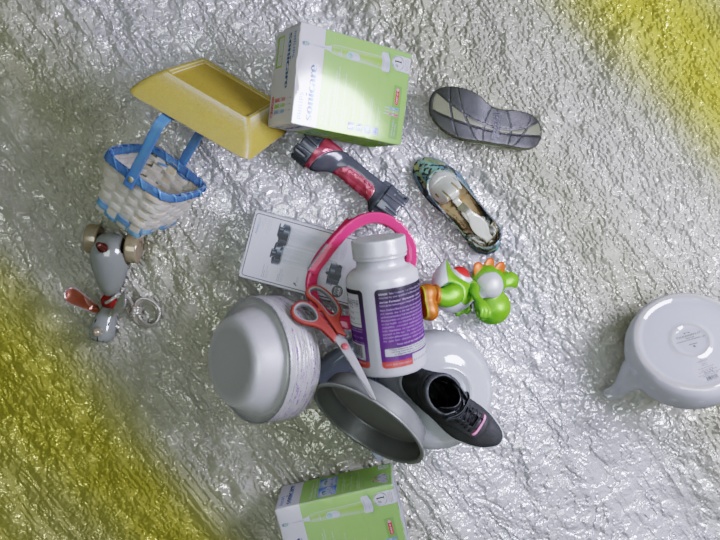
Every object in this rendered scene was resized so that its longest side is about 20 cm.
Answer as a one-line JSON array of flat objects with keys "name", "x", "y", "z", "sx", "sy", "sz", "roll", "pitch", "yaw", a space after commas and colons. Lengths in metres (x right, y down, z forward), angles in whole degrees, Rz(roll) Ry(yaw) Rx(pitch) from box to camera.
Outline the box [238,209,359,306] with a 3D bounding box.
[{"name": "box", "x": -0.091, "y": -0.021, "z": 1.127, "sx": 0.199, "sy": 0.060, "sz": 0.117, "roll": 14, "pitch": 95, "yaw": -1}]

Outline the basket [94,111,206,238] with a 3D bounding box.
[{"name": "basket", "x": -0.316, "y": -0.160, "z": 1.062, "sx": 0.139, "sy": 0.176, "sz": 0.200, "roll": 39, "pitch": 105, "yaw": 1}]

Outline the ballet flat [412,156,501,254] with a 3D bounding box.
[{"name": "ballet flat", "x": 0.164, "y": -0.110, "z": 1.114, "sx": 0.074, "sy": 0.074, "sz": 0.200, "roll": -44, "pitch": 93, "yaw": 3}]

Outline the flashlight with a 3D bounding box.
[{"name": "flashlight", "x": -0.020, "y": -0.151, "z": 1.115, "sx": 0.200, "sy": 0.068, "sz": 0.068, "roll": 40, "pitch": 120, "yaw": -3}]

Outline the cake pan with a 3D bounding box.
[{"name": "cake pan", "x": 0.018, "y": 0.228, "z": 1.059, "sx": 0.200, "sy": 0.200, "sz": 0.037, "roll": 38, "pitch": 60, "yaw": -2}]

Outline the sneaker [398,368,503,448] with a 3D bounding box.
[{"name": "sneaker", "x": 0.152, "y": 0.219, "z": 1.034, "sx": 0.200, "sy": 0.099, "sz": 0.071, "roll": 37, "pitch": 79, "yaw": -11}]

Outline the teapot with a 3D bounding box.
[{"name": "teapot", "x": 0.525, "y": 0.141, "z": 1.096, "sx": 0.199, "sy": 0.146, "sz": 0.198, "roll": 20, "pitch": 67, "yaw": 27}]

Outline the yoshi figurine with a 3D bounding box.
[{"name": "yoshi figurine", "x": 0.174, "y": 0.054, "z": 1.101, "sx": 0.199, "sy": 0.112, "sz": 0.113, "roll": -10, "pitch": 50, "yaw": -24}]

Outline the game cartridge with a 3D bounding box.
[{"name": "game cartridge", "x": 0.025, "y": 0.208, "z": 1.157, "sx": 0.133, "sy": 0.042, "sz": 0.200, "roll": -36, "pitch": 93, "yaw": 7}]

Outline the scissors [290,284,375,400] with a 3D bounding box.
[{"name": "scissors", "x": -0.025, "y": 0.101, "z": 1.009, "sx": 0.073, "sy": 0.014, "sz": 0.200, "roll": -36, "pitch": 68, "yaw": -29}]

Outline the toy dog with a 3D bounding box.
[{"name": "toy dog", "x": -0.418, "y": 0.020, "z": 1.115, "sx": 0.131, "sy": 0.096, "sz": 0.201, "roll": -12, "pitch": 94, "yaw": 2}]

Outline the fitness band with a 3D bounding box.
[{"name": "fitness band", "x": 0.000, "y": 0.000, "z": 1.081, "sx": 0.143, "sy": 0.037, "sz": 0.200, "roll": 40, "pitch": 91, "yaw": -13}]

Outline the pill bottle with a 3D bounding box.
[{"name": "pill bottle", "x": 0.037, "y": 0.049, "z": 1.020, "sx": 0.111, "sy": 0.111, "sz": 0.201, "roll": -6, "pitch": 101, "yaw": 1}]

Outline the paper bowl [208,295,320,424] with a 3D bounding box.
[{"name": "paper bowl", "x": -0.164, "y": 0.140, "z": 1.067, "sx": 0.200, "sy": 0.104, "sz": 0.202, "roll": 0, "pitch": 90, "yaw": 44}]

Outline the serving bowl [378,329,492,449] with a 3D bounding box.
[{"name": "serving bowl", "x": 0.132, "y": 0.198, "z": 1.115, "sx": 0.199, "sy": 0.066, "sz": 0.201, "roll": 1, "pitch": 87, "yaw": -14}]

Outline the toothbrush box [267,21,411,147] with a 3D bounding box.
[{"name": "toothbrush box", "x": -0.030, "y": -0.280, "z": 1.049, "sx": 0.199, "sy": 0.086, "sz": 0.147, "roll": 4, "pitch": 94, "yaw": -34}]

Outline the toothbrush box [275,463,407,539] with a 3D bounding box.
[{"name": "toothbrush box", "x": -0.026, "y": 0.427, "z": 1.137, "sx": 0.199, "sy": 0.086, "sz": 0.146, "roll": -14, "pitch": 98, "yaw": 2}]

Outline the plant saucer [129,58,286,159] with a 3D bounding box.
[{"name": "plant saucer", "x": -0.217, "y": -0.261, "z": 1.038, "sx": 0.199, "sy": 0.200, "sz": 0.049, "roll": 30, "pitch": 117, "yaw": -2}]

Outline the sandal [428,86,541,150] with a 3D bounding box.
[{"name": "sandal", "x": 0.200, "y": -0.239, "z": 1.114, "sx": 0.200, "sy": 0.057, "sz": 0.080, "roll": 16, "pitch": 89, "yaw": -15}]
